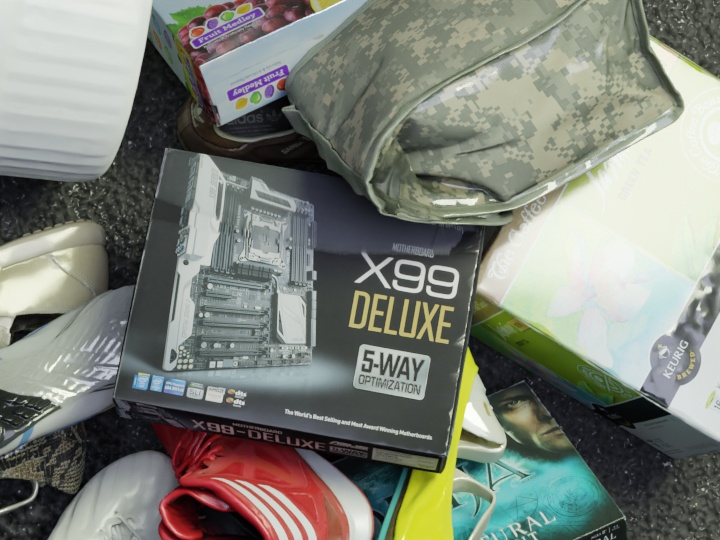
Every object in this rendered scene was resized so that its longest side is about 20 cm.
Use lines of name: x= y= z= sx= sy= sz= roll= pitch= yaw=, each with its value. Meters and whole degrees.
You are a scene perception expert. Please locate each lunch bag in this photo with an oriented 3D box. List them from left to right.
lunch bag: x=0.063 y=-0.110 z=1.386 sx=0.199 sy=0.164 sz=0.118 roll=-30 pitch=121 yaw=-5

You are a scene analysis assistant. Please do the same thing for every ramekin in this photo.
ramekin: x=-0.189 y=-0.149 z=1.434 sx=0.097 sy=0.200 sz=0.202 roll=9 pitch=81 yaw=-15

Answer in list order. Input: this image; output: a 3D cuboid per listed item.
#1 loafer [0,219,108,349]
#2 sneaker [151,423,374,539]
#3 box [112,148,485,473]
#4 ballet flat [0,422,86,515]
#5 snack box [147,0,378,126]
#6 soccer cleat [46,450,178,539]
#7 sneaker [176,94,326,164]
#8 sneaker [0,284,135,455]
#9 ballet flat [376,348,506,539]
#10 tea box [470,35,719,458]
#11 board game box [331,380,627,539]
loafer: x=-0.244 y=0.028 z=1.460 sx=0.199 sy=0.076 sz=0.069 roll=-21 pitch=81 yaw=-12
sneaker: x=-0.089 y=0.113 z=1.410 sx=0.115 sy=0.199 sz=0.079 roll=8 pitch=107 yaw=-46
box: x=-0.033 y=0.024 z=1.390 sx=0.198 sy=0.050 sz=0.159 roll=10 pitch=73 yaw=3
ballet flat: x=-0.267 y=0.127 z=1.453 sx=0.198 sy=0.068 sz=0.076 roll=-3 pitch=93 yaw=-13
snack box: x=-0.033 y=-0.182 z=1.492 sx=0.199 sy=0.142 sz=0.053 roll=-25 pitch=128 yaw=-12
soccer cleat: x=-0.179 y=0.193 z=1.449 sx=0.069 sy=0.078 sz=0.200 roll=43 pitch=78 yaw=-2
sneaker: x=-0.018 y=-0.103 z=1.513 sx=0.198 sy=0.076 sz=0.071 roll=-12 pitch=85 yaw=-10
sneaker: x=-0.198 y=0.073 z=1.428 sx=0.199 sy=0.073 sz=0.072 roll=-24 pitch=69 yaw=-15
ballet flat: x=0.053 y=0.118 z=1.430 sx=0.066 sy=0.067 sz=0.201 roll=13 pitch=53 yaw=3
tea box: x=0.184 y=-0.016 z=1.506 sx=0.196 sy=0.134 sz=0.201 roll=30 pitch=80 yaw=-3
board game box: x=0.046 y=0.154 z=1.457 sx=0.199 sy=0.028 sz=0.136 roll=-22 pitch=46 yaw=-14
